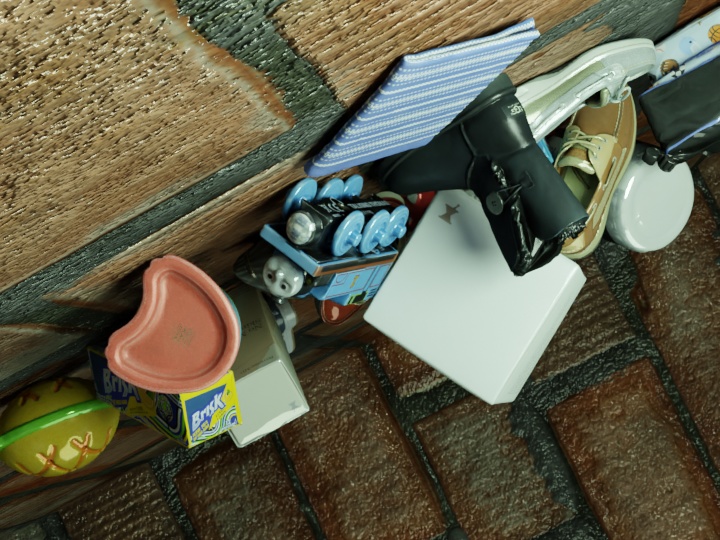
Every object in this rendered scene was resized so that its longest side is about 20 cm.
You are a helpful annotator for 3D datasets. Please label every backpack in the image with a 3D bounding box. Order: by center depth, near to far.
[{"bbox_3d":[0.406,-0.206,1.428,0.198,0.156,0.190,-24,167,27],"label":"backpack"}]

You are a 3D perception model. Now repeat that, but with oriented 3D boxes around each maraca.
[{"bbox_3d":[-0.367,0.185,1.469,0.198,0.108,0.137,-20,166,-15],"label":"maraca"}]

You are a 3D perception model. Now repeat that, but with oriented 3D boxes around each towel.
[{"bbox_3d":[0.045,-0.141,1.067,0.143,0.024,0.200,-21,169,-32],"label":"towel"}]

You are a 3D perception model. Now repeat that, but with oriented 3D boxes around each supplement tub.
[{"bbox_3d":[0.290,-0.104,1.541,0.121,0.124,0.199,-24,-152,-24],"label":"supplement tub"}]

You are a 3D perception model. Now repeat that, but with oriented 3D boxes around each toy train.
[{"bbox_3d":[-0.026,-0.024,1.228,0.115,0.086,0.199,-62,161,17],"label":"toy train"}]

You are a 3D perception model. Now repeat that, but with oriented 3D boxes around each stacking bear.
[{"bbox_3d":[-0.174,0.056,1.269,0.123,0.113,0.200,-62,-174,-2],"label":"stacking bear"}]

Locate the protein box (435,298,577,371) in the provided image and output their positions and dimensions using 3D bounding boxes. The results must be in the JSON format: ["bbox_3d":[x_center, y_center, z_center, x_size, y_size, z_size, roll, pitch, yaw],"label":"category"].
[{"bbox_3d":[0.153,-0.001,1.719,0.197,0.202,0.135,-29,173,13],"label":"protein box"}]

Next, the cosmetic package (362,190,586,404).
[{"bbox_3d":[0.128,0.028,1.377,0.168,0.166,0.200,-58,167,3],"label":"cosmetic package"}]

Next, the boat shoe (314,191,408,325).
[{"bbox_3d":[0.000,0.000,1.468,0.070,0.063,0.201,13,133,-21],"label":"boat shoe"}]

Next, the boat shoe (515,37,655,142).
[{"bbox_3d":[0.214,-0.171,1.287,0.200,0.065,0.074,-26,173,-18],"label":"boat shoe"}]

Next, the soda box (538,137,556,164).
[{"bbox_3d":[0.175,-0.130,1.425,0.064,0.068,0.200,-29,173,12],"label":"soda box"}]

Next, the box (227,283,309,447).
[{"bbox_3d":[-0.130,0.103,1.476,0.094,0.078,0.200,-28,-151,-2],"label":"box"}]

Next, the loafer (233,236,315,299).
[{"bbox_3d":[-0.081,-0.004,1.385,0.071,0.074,0.200,-19,164,7],"label":"loafer"}]

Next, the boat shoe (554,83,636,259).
[{"bbox_3d":[0.244,-0.114,1.379,0.075,0.203,0.074,11,176,26],"label":"boat shoe"}]

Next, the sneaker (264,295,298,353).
[{"bbox_3d":[-0.147,0.091,1.766,0.108,0.071,0.200,-31,167,-16],"label":"sneaker"}]

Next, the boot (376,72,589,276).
[{"bbox_3d":[0.112,-0.068,1.222,0.076,0.170,0.200,-21,171,-41],"label":"boot"}]

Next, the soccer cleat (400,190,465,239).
[{"bbox_3d":[0.041,-0.049,1.537,0.198,0.069,0.085,-26,-178,14],"label":"soccer cleat"}]

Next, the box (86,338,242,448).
[{"bbox_3d":[-0.213,0.122,1.375,0.069,0.065,0.199,-21,-157,-35],"label":"box"}]

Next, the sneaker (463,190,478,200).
[{"bbox_3d":[0.139,-0.069,1.583,0.198,0.076,0.104,-5,-168,40],"label":"sneaker"}]
